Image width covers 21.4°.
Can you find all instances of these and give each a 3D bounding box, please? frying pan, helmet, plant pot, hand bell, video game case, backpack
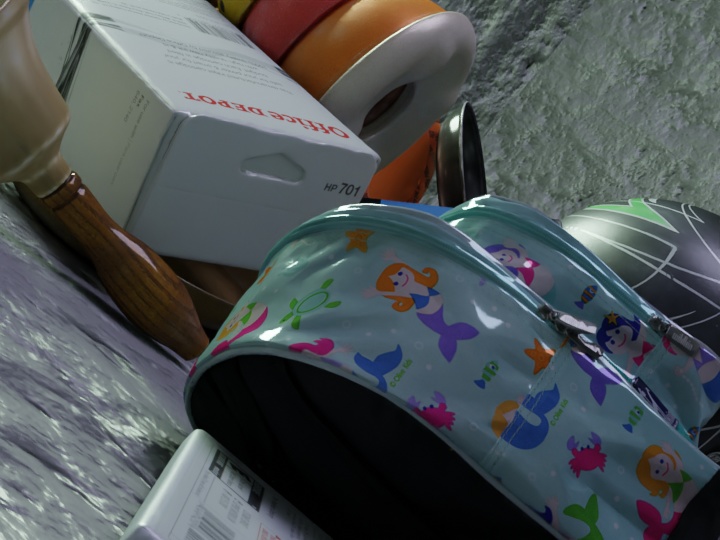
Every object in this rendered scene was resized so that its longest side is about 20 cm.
[{"bbox_3d":[0.072,-0.021,1.280,0.031,0.192,0.115,-4,-22,11],"label":"frying pan"},{"bbox_3d":[0.184,0.045,1.228,0.200,0.201,0.190,41,17,19],"label":"helmet"},{"bbox_3d":[-0.121,-0.022,1.073,0.199,0.028,0.200,34,10,-7],"label":"plant pot"},{"bbox_3d":[-0.139,-0.033,0.913,0.200,0.104,0.104,53,-3,-23],"label":"hand bell"},{"bbox_3d":[0.002,0.129,0.619,0.182,0.023,0.200,40,2,-2],"label":"video game case"},{"bbox_3d":[0.036,0.061,0.755,0.199,0.151,0.177,33,-26,-10],"label":"backpack"}]

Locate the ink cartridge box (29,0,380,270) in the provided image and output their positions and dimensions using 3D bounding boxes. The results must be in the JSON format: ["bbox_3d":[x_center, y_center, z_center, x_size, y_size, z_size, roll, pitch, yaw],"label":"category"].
[{"bbox_3d":[-0.106,-0.088,1.050,0.146,0.086,0.200,11,26,-43],"label":"ink cartridge box"}]

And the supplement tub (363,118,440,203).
[{"bbox_3d":[-0.050,-0.105,1.332,0.199,0.123,0.122,22,-8,34],"label":"supplement tub"}]

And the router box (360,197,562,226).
[{"bbox_3d":[0.044,0.030,1.073,0.148,0.051,0.200,6,30,-2],"label":"router box"}]

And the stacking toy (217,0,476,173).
[{"bbox_3d":[-0.039,-0.158,1.164,0.200,0.146,0.146,49,5,16],"label":"stacking toy"}]

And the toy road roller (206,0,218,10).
[{"bbox_3d":[-0.147,-0.136,1.250,0.122,0.202,0.146,-3,0,-34],"label":"toy road roller"}]
